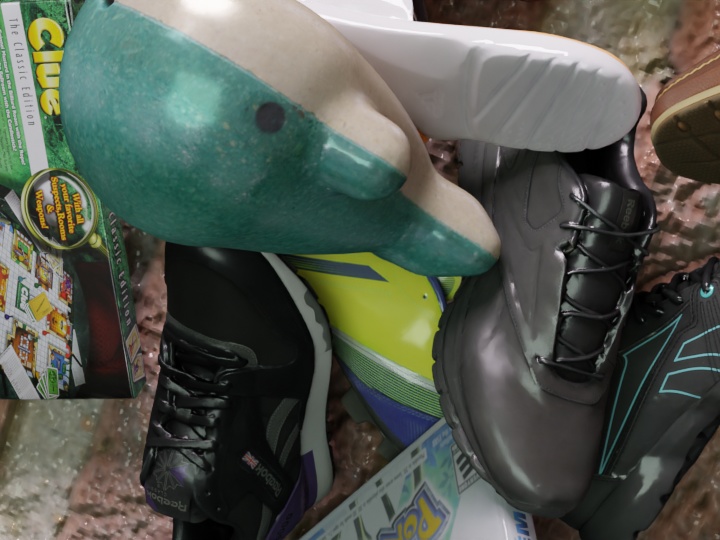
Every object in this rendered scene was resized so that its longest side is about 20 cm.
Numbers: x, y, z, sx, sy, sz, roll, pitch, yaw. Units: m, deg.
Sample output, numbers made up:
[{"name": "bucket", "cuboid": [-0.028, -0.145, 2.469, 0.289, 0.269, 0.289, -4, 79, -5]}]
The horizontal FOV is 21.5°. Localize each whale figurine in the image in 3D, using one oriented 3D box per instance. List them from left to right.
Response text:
[{"name": "whale figurine", "cuboid": [-0.035, -0.042, 0.763, 0.104, 0.200, 0.159, -58, 35, -5]}]

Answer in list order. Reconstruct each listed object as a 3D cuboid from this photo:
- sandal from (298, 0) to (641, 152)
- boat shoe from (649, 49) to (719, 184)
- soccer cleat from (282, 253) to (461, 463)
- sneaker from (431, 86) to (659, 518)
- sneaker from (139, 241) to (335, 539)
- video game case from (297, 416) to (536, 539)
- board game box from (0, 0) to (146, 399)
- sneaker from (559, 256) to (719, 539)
[{"name": "sandal", "cuboid": [0.026, -0.095, 0.812, 0.205, 0.059, 0.079, 10, 144, 22]}, {"name": "boat shoe", "cuboid": [0.217, -0.097, 0.808, 0.199, 0.072, 0.068, -21, 49, 15]}, {"name": "soccer cleat", "cuboid": [0.000, 0.000, 0.871, 0.083, 0.065, 0.201, -32, 106, 19]}, {"name": "sneaker", "cuboid": [0.084, 0.003, 0.807, 0.091, 0.075, 0.202, -24, 59, 53]}, {"name": "sneaker", "cuboid": [-0.061, 0.067, 0.849, 0.075, 0.088, 0.201, 20, 141, 28]}, {"name": "video game case", "cuboid": [0.013, 0.179, 0.843, 0.200, 0.022, 0.183, -43, 41, 37]}, {"name": "board game box", "cuboid": [-0.168, -0.033, 0.916, 0.104, 0.023, 0.202, 0, 111, 17]}, {"name": "sneaker", "cuboid": [0.140, 0.035, 0.844, 0.079, 0.075, 0.201, 38, 107, 10]}]
